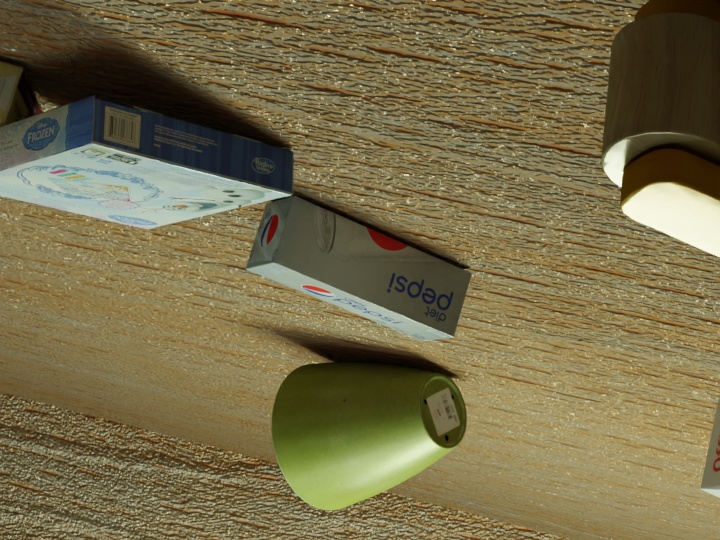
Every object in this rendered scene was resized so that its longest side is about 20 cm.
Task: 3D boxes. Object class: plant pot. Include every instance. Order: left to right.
[{"bbox_3d":[0.025,0.188,2.036,0.200,0.187,0.187,-17,147,39],"label":"plant pot"}]

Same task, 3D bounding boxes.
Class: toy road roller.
[{"bbox_3d":[0.242,-0.081,0.882,0.200,0.123,0.146,19,151,-20],"label":"toy road roller"}]

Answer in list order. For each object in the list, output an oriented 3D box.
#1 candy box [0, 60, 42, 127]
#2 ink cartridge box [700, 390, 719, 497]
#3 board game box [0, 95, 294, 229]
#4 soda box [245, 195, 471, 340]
[{"bbox_3d":[-0.376,-0.154,1.386,0.200,0.055,0.115,16,166,1],"label":"candy box"},{"bbox_3d":[0.427,0.144,1.444,0.145,0.147,0.200,24,164,-28],"label":"ink cartridge box"},{"bbox_3d":[-0.194,-0.084,1.358,0.200,0.043,0.199,13,163,-42],"label":"board game box"},{"bbox_3d":[0.000,0.000,1.526,0.200,0.068,0.063,23,165,-24],"label":"soda box"}]
